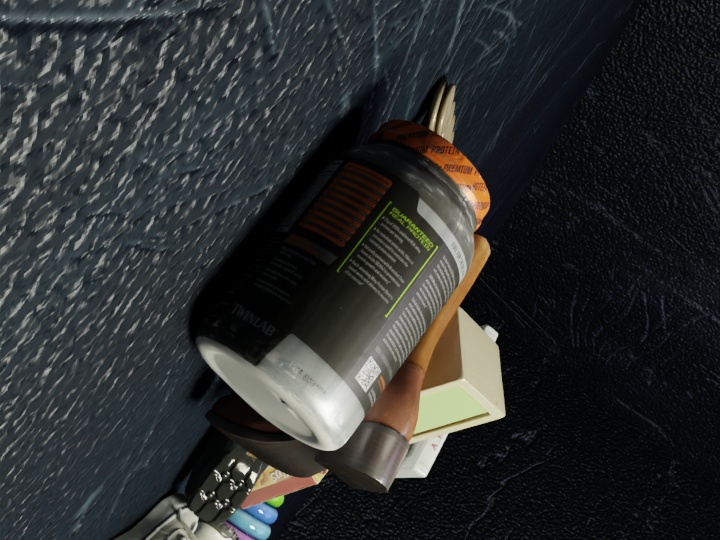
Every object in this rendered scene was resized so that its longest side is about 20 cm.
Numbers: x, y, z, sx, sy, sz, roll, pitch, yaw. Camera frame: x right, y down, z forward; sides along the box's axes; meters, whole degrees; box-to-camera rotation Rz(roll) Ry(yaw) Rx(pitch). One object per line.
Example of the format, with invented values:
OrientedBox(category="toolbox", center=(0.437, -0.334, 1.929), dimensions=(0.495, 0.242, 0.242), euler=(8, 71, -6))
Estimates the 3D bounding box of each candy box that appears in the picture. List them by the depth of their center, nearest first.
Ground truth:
OrientedBox(category="candy box", center=(-0.062, 0.188, 1.213), dimensions=(0.114, 0.056, 0.200), euler=(-25, -171, 31))

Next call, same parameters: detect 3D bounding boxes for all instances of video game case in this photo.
OrientedBox(category="video game case", center=(0.065, 0.155, 1.199), dimensions=(0.184, 0.023, 0.200), euler=(-60, -166, -22))

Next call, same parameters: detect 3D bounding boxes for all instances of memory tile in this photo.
OrientedBox(category="memory tile", center=(0.060, -0.082, 0.972), dimensions=(0.200, 0.017, 0.156), euler=(58, 49, -81))

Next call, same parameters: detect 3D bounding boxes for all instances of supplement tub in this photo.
OrientedBox(category="supplement tub", center=(-0.006, 0.005, 0.690), dimensions=(0.201, 0.122, 0.123), euler=(-51, 172, -19))

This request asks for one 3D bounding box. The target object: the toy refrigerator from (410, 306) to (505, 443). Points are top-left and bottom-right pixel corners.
OrientedBox(category="toy refrigerator", center=(0.009, 0.102, 0.826), dimensions=(0.197, 0.076, 0.071), euler=(-19, -128, 25))

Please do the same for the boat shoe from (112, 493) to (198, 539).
OrientedBox(category="boat shoe", center=(-0.168, 0.257, 0.896), dimensions=(0.075, 0.086, 0.202), euler=(-55, 172, 8))

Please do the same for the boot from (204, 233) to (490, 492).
OrientedBox(category="boot", center=(-0.014, 0.051, 0.780), dimensions=(0.186, 0.068, 0.202), euler=(-3, -125, 47))

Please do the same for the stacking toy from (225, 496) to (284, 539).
OrientedBox(category="stacking toy", center=(-0.120, 0.273, 1.318), dimensions=(0.202, 0.085, 0.085), euler=(-58, 173, -10))

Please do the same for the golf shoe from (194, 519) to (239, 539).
OrientedBox(category="golf shoe", center=(-0.198, 0.356, 1.179), dimensions=(0.094, 0.077, 0.202), euler=(-43, 165, -54))

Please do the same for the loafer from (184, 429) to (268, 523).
OrientedBox(category="loafer", center=(-0.089, 0.138, 0.949), dimensions=(0.201, 0.068, 0.071), euler=(-49, -156, 7))
